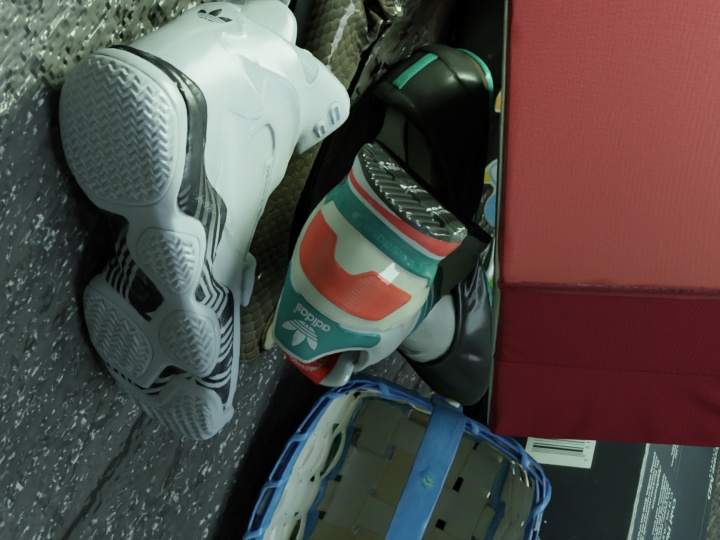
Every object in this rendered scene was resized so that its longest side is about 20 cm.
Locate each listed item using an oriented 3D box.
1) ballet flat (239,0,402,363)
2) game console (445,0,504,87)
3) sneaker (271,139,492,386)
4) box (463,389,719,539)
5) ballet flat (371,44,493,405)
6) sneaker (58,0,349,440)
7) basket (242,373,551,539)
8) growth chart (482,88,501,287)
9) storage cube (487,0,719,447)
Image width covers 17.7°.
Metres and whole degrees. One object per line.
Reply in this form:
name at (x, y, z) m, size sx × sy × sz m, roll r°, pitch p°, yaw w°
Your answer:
ballet flat at (-0.022, -0.050, 1.022) m, size 0.067 × 0.046 × 0.202 m, roll -80°, pitch -175°, yaw -75°
game console at (0.118, -0.203, 1.196) m, size 0.175 × 0.116 × 0.201 m, roll 2°, pitch 113°, yaw -29°
sneaker at (0.000, 0.000, 0.998) m, size 0.094 × 0.070 × 0.200 m, roll -50°, pitch 176°, yaw 5°
box at (0.135, 0.129, 1.339) m, size 0.182 × 0.103 × 0.201 m, roll 60°, pitch 40°, yaw -55°
ballet flat at (0.026, -0.015, 1.145) m, size 0.068 × 0.068 × 0.201 m, roll -26°, pitch 124°, yaw -38°
sneaker at (-0.057, -0.026, 0.962) m, size 0.115 × 0.075 × 0.201 m, roll -41°, pitch 142°, yaw -35°
basket at (0.011, 0.143, 1.133) m, size 0.200 × 0.138 × 0.177 m, roll -115°, pitch -131°, yaw -86°
growth chart at (0.125, -0.029, 1.200) m, size 0.144 × 0.018 × 0.202 m, roll -2°, pitch 114°, yaw -23°
storage cube at (0.148, -0.030, 1.029) m, size 0.171 × 0.178 × 0.202 m, roll 86°, pitch 8°, yaw -65°
